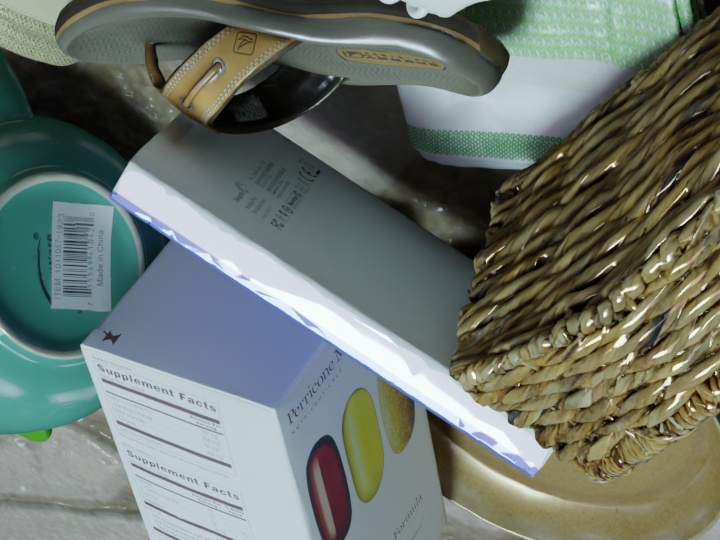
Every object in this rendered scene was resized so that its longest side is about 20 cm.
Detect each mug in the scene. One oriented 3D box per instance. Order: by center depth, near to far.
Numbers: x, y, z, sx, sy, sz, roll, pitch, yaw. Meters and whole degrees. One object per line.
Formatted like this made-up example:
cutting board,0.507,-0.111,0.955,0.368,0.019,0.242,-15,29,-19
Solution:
mug,-0.176,-0.010,0.934,0.185,0.152,0.114,50,152,-20

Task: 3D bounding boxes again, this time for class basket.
basket,0.149,0.005,0.714,0.149,0.143,0.200,36,131,-17

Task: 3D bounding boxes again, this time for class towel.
towel,0.060,-0.117,0.763,0.148,0.031,0.201,6,136,29

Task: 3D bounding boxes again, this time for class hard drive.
hard drive,0.000,0.000,0.820,0.199,0.132,0.025,33,110,-2

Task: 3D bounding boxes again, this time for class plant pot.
plant pot,0.089,0.066,0.955,0.199,0.028,0.201,20,142,16

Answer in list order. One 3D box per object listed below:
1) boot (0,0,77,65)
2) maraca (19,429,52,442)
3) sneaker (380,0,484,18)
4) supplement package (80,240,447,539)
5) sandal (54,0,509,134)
boot,-0.159,-0.180,0.810,0.200,0.073,0.155,39,144,-18
maraca,-0.241,0.026,1.070,0.136,0.107,0.201,-4,132,35
sneaker,0.011,-0.125,0.713,0.199,0.073,0.071,9,137,31
supplement package,-0.040,0.082,0.948,0.109,0.114,0.201,16,141,27
sandal,-0.038,-0.080,0.787,0.199,0.055,0.082,9,174,19
